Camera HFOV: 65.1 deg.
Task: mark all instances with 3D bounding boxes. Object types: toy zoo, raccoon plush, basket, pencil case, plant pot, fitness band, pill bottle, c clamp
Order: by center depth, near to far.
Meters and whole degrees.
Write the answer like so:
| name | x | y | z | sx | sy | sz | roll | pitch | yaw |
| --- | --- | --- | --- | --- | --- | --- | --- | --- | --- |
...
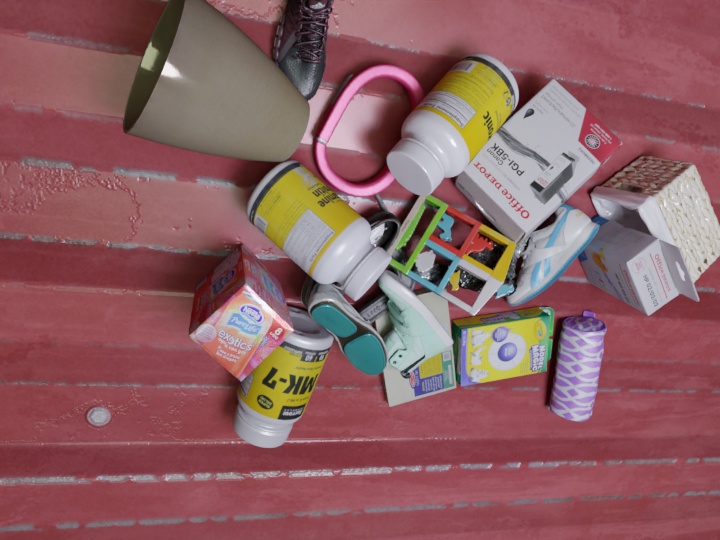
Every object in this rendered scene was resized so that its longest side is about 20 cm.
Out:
| name | x | y | z | sx | sy | sz | roll | pitch | yaw |
| --- | --- | --- | --- | --- | --- | --- | --- | --- | --- |
| plant pot | -0.171 | -0.222 | 0.727 | 0.199 | 0.187 | 0.188 | 21 | 102 | -33 |
| pill bottle | -0.056 | -0.053 | 0.796 | 0.200 | 0.112 | 0.112 | 41 | 95 | 7 |
| pill bottle | 0.128 | -0.205 | 0.806 | 0.200 | 0.111 | 0.111 | -49 | 115 | -16 |
| fitness band | 0.016 | -0.208 | 0.845 | 0.143 | 0.037 | 0.201 | 28 | 100 | -22 |
| toy zoo | 0.150 | -0.020 | 0.881 | 0.199 | 0.020 | 0.132 | 31 | 84 | 10 |
| pill bottle | -0.127 | 0.168 | 0.892 | 0.113 | 0.114 | 0.201 | 16 | 107 | -19 |
| raccoon plush | 0.193 | -0.035 | 0.913 | 0.198 | 0.097 | 0.135 | 3 | 101 | -28 |
| c clamp | 0.000 | 0.000 | 0.914 | 0.200 | 0.027 | 0.171 | -40 | 104 | -2 |
| basket | 0.513 | -0.084 | 0.968 | 0.123 | 0.136 | 0.200 | -40 | 114 | -1 |
| pencil case | 0.409 | 0.185 | 1.062 | 0.085 | 0.084 | 0.202 | -20 | 120 | -46 |

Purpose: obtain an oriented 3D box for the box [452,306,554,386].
| name | x | y | z | sx | sy | sz | roll | pitch | yaw |
| --- | --- | --- | --- | --- | --- | --- | --- | --- | --- |
| box | 0.266 | 0.136 | 1.024 | 0.198 | 0.048 | 0.118 | -9 | 111 | -14 |

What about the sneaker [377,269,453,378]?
| name | x | y | z | sx | sy | sz | roll | pitch | yaw |
| --- | --- | --- | --- | --- | --- | --- | --- | --- | --- |
| sneaker | 0.059 | 0.094 | 0.900 | 0.118 | 0.074 | 0.201 | -39 | 125 | 2 |

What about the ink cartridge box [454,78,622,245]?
| name | x | y | z | sx | sy | sz | roll | pitch | yaw |
| --- | --- | --- | --- | --- | --- | --- | --- | --- | --- |
| ink cartridge box | 0.265 | -0.162 | 0.862 | 0.200 | 0.083 | 0.147 | -43 | 80 | -3 |

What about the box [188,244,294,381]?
| name | x | y | z | sx | sy | sz | roll | pitch | yaw |
| --- | --- | --- | --- | --- | --- | --- | --- | --- | --- |
| box | -0.168 | 0.050 | 0.795 | 0.103 | 0.200 | 0.095 | -43 | 111 | 1 |

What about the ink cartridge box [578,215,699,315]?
| name | x | y | z | sx | sy | sz | roll | pitch | yaw |
| --- | --- | --- | --- | --- | --- | --- | --- | --- | --- |
| ink cartridge box | 0.448 | -0.006 | 0.940 | 0.068 | 0.200 | 0.116 | -35 | 113 | -1 |

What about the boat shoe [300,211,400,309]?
| name | x | y | z | sx | sy | sz | roll | pitch | yaw |
| --- | --- | --- | --- | --- | --- | --- | --- | --- | --- |
| boat shoe | -0.016 | -0.014 | 0.865 | 0.200 | 0.057 | 0.067 | -46 | 105 | -1 |

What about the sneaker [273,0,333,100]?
| name | x | y | z | sx | sy | sz | roll | pitch | yaw |
| --- | --- | --- | --- | --- | --- | --- | --- | --- | --- |
| sneaker | -0.070 | -0.324 | 0.739 | 0.075 | 0.116 | 0.202 | 1 | 108 | -15 |

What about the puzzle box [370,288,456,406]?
| name | x | y | z | sx | sy | sz | roll | pitch | yaw |
| --- | --- | --- | --- | --- | --- | --- | --- | --- | --- |
| puzzle box | 0.095 | 0.133 | 0.988 | 0.132 | 0.025 | 0.202 | -13 | 111 | -11 |

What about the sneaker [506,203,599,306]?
| name | x | y | z | sx | sy | sz | roll | pitch | yaw |
| --- | --- | --- | --- | --- | --- | --- | --- | --- | --- |
| sneaker | 0.314 | -0.022 | 0.971 | 0.201 | 0.081 | 0.076 | -55 | 158 | 24 |

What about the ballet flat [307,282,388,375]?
| name | x | y | z | sx | sy | sz | roll | pitch | yaw |
| --- | --- | --- | --- | --- | --- | --- | --- | --- | --- |
| ballet flat | -0.014 | 0.085 | 0.864 | 0.069 | 0.070 | 0.200 | -39 | 129 | 0 |
